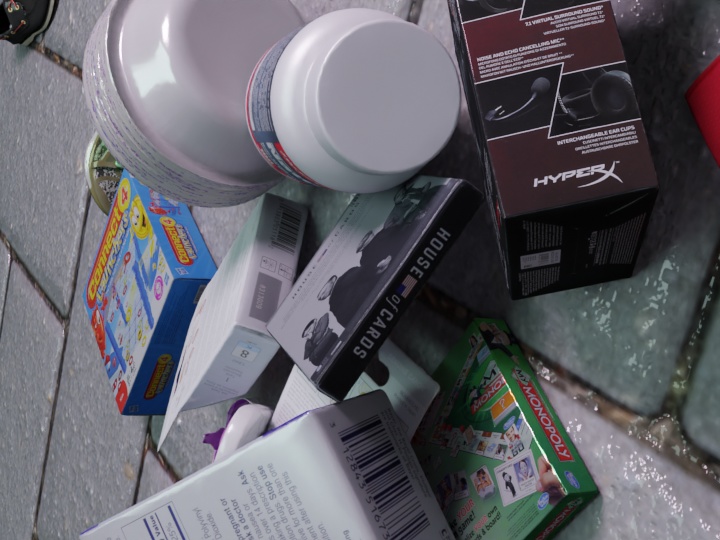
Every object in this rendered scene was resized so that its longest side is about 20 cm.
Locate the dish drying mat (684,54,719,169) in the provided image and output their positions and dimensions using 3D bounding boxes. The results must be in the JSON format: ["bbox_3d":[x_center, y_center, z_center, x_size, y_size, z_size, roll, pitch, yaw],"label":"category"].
[{"bbox_3d":[0.218,-0.030,0.475,0.077,0.018,0.201,-48,49,44],"label":"dish drying mat"}]

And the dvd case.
[{"bbox_3d":[0.000,0.000,0.682,0.151,0.025,0.200,-55,15,-2],"label":"dvd case"}]

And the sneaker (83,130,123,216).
[{"bbox_3d":[-0.261,-0.151,1.165,0.088,0.077,0.201,25,110,46],"label":"sneaker"}]

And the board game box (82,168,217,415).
[{"bbox_3d":[-0.237,0.021,1.119,0.196,0.056,0.201,58,132,41],"label":"board game box"}]

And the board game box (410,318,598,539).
[{"bbox_3d":[0.064,0.148,0.680,0.200,0.029,0.135,-58,42,36],"label":"board game box"}]

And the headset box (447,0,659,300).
[{"bbox_3d":[0.095,-0.102,0.548,0.149,0.077,0.201,61,-161,-70],"label":"headset box"}]

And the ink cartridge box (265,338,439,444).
[{"bbox_3d":[-0.010,0.136,0.743,0.162,0.050,0.201,41,109,52],"label":"ink cartridge box"}]

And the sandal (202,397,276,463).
[{"bbox_3d":[-0.104,0.139,0.844,0.203,0.050,0.083,104,-168,-72],"label":"sandal"}]

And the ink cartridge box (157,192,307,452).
[{"bbox_3d":[-0.114,0.053,0.890,0.200,0.047,0.161,-55,20,41],"label":"ink cartridge box"}]

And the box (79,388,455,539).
[{"bbox_3d":[-0.044,0.202,0.636,0.200,0.105,0.185,-30,80,23],"label":"box"}]

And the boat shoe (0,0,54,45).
[{"bbox_3d":[-0.533,-0.413,1.601,0.201,0.063,0.074,-18,70,53],"label":"boat shoe"}]

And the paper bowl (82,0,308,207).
[{"bbox_3d":[-0.114,-0.160,0.822,0.104,0.200,0.202,-25,67,53],"label":"paper bowl"}]

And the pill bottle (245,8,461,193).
[{"bbox_3d":[-0.008,-0.112,0.682,0.200,0.119,0.120,-153,70,-75],"label":"pill bottle"}]
